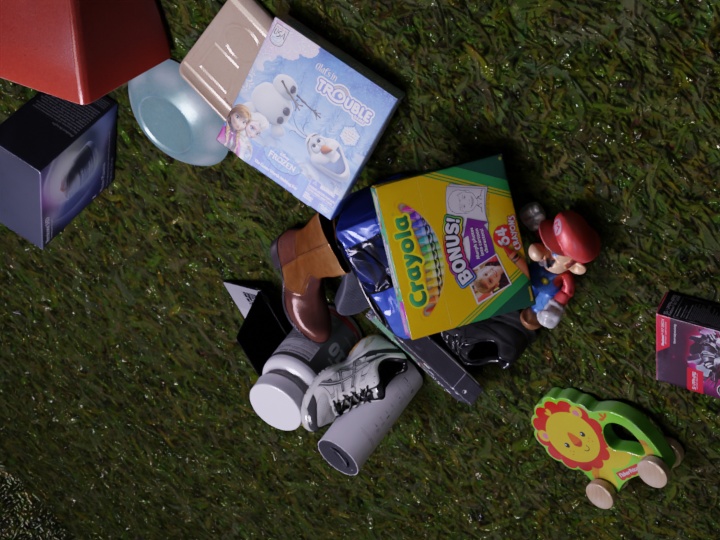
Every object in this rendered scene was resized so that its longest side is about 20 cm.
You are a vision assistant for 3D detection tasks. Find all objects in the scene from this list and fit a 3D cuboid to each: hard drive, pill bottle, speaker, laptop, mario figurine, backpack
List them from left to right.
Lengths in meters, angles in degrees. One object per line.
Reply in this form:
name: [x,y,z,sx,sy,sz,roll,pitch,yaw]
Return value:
laptop: [-0.178,0.135,2.056,0.199,0.116,0.189,11,136,53]
pill bottle: [-0.088,0.157,1.953,0.113,0.200,0.115,19,135,20]
speaker: [0.017,0.230,1.937,0.081,0.200,0.082,27,148,19]
backpack: [0.073,-0.015,1.667,0.166,0.163,0.202,-18,112,22]
hard drive: [0.097,0.123,1.850,0.200,0.038,0.140,42,175,-2]
mario figurine: [0.236,-0.006,1.588,0.123,0.106,0.201,34,145,11]

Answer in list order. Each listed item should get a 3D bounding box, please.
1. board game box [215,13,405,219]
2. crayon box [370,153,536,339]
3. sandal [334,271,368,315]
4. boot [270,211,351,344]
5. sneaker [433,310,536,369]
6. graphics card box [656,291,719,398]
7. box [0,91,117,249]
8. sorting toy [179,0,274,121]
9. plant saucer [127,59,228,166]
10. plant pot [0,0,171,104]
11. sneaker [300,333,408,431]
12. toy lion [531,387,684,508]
board game box: [-0.071,-0.207,1.631,0.199,0.043,0.200,34,115,7]
crayon box: [0.119,-0.032,1.556,0.058,0.170,0.203,-155,50,-79]
sandal: [-0.001,0.000,1.837,0.201,0.075,0.043,120,138,-51]
boot: [-0.056,0.012,1.849,0.199,0.068,0.191,-21,82,60]
sneaker: [0.156,0.091,1.771,0.198,0.091,0.077,9,136,37]
graphics card box: [0.476,0.110,1.539,0.198,0.051,0.127,16,137,28]
box: [-0.507,-0.180,1.986,0.122,0.199,0.201,32,144,11]
sorting toy: [-0.150,-0.279,1.711,0.185,0.037,0.200,45,139,-7]
plant saucer: [-0.293,-0.236,1.873,0.199,0.039,0.203,25,141,21]
plant pot: [-0.409,-0.376,1.716,0.198,0.200,0.178,19,129,25]
sneaker: [-0.007,0.181,1.881,0.087,0.200,0.076,27,151,38]
toy lion: [0.352,0.249,1.792,0.192,0.069,0.200,50,143,0]
